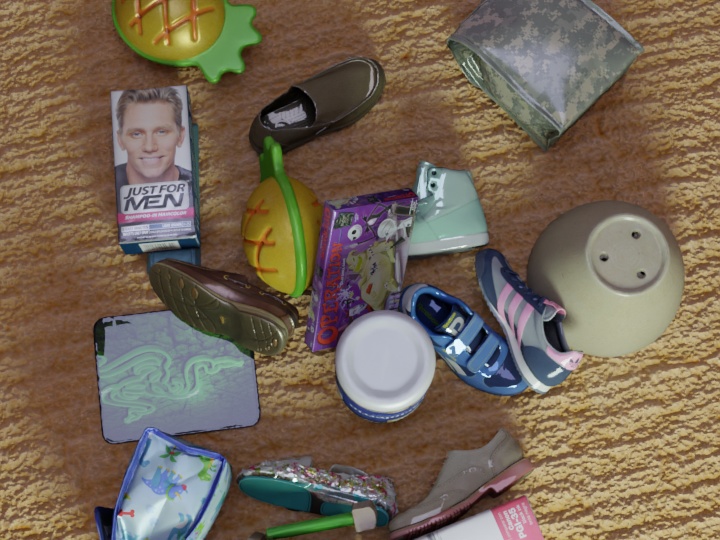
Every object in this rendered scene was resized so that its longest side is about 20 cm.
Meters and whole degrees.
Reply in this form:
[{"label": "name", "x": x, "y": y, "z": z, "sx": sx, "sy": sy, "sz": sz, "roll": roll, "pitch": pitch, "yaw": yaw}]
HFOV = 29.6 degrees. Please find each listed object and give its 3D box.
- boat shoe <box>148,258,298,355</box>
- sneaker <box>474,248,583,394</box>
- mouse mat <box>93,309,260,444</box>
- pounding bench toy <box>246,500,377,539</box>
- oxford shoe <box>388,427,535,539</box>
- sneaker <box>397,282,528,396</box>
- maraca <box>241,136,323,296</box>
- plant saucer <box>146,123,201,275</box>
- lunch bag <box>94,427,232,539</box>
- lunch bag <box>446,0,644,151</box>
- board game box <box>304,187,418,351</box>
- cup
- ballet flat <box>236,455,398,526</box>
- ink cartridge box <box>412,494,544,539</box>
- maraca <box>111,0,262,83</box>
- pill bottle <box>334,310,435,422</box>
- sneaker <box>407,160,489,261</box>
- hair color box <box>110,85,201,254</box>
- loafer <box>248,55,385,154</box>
[{"label": "boat shoe", "x": -0.169, "y": 0.037, "z": 1.696, "sx": 0.199, "sy": 0.072, "sz": 0.068, "roll": 25, "pitch": 42, "yaw": 13}, {"label": "sneaker", "x": 0.211, "y": 0.047, "z": 1.678, "sx": 0.082, "sy": 0.070, "sz": 0.201, "roll": -38, "pitch": 65, "yaw": 31}, {"label": "mouse mat", "x": -0.230, "y": 0.127, "z": 1.704, "sx": 0.199, "sy": 0.008, "sz": 0.162, "roll": -7, "pitch": 78, "yaw": -2}, {"label": "pounding bench toy", "x": -0.076, "y": 0.348, "z": 1.589, "sx": 0.155, "sy": 0.124, "sz": 0.201, "roll": 16, "pitch": 82, "yaw": 2}, {"label": "oxford shoe", "x": 0.111, "y": 0.263, "z": 1.654, "sx": 0.199, "sy": 0.071, "sz": 0.074, "roll": -27, "pitch": 74, "yaw": -17}, {"label": "sneaker", "x": 0.127, "y": 0.086, "z": 1.683, "sx": 0.200, "sy": 0.082, "sz": 0.074, "roll": 34, "pitch": 78, "yaw": 3}, {"label": "maraca", "x": -0.097, "y": -0.065, "z": 1.679, "sx": 0.107, "sy": 0.137, "sz": 0.201, "roll": -7, "pitch": 69, "yaw": -18}, {"label": "plant saucer", "x": -0.242, "y": -0.094, "z": 1.748, "sx": 0.070, "sy": 0.019, "sz": 0.201, "roll": -2, "pitch": 78, "yaw": -1}, {"label": "lunch bag", "x": -0.236, "y": 0.294, "z": 1.582, "sx": 0.127, "sy": 0.170, "sz": 0.201, "roll": 20, "pitch": 79, "yaw": 3}, {"label": "lunch bag", "x": 0.229, "y": -0.284, "z": 1.751, "sx": 0.200, "sy": 0.118, "sz": 0.164, "roll": 45, "pitch": 81, "yaw": 3}, {"label": "board game box", "x": 0.000, "y": 0.000, "z": 1.638, "sx": 0.120, "sy": 0.201, "sz": 0.032, "roll": -8, "pitch": 36, "yaw": -26}, {"label": "cup", "x": 0.313, "y": -0.004, "z": 1.676, "sx": 0.199, "sy": 0.143, "sz": 0.201, "roll": 0, "pitch": 77, "yaw": -1}, {"label": "ballet flat", "x": -0.050, "y": 0.262, "z": 1.656, "sx": 0.199, "sy": 0.076, "sz": 0.064, "roll": 15, "pitch": 46, "yaw": -2}, {"label": "ink cartridge box", "x": 0.110, "y": 0.341, "z": 1.591, "sx": 0.199, "sy": 0.147, "sz": 0.083, "roll": -21, "pitch": 78, "yaw": -6}, {"label": "maraca", "x": -0.225, "y": -0.322, "z": 1.753, "sx": 0.199, "sy": 0.107, "sz": 0.137, "roll": 28, "pitch": 85, "yaw": 5}, {"label": "pill bottle", "x": 0.027, "y": 0.119, "z": 1.613, "sx": 0.115, "sy": 0.200, "sz": 0.116, "roll": 0, "pitch": 78, "yaw": 0}, {"label": "sneaker", "x": 0.057, "y": -0.074, "z": 1.719, "sx": 0.200, "sy": 0.074, "sz": 0.119, "roll": -9, "pitch": 84, "yaw": -13}, {"label": "hair color box", "x": -0.258, "y": -0.127, "z": 1.715, "sx": 0.100, "sy": 0.061, "sz": 0.201, "roll": -5, "pitch": 77, "yaw": -2}, {"label": "loafer", "x": -0.053, "y": -0.213, "z": 1.753, "sx": 0.200, "sy": 0.067, "sz": 0.076, "roll": -35, "pitch": 80, "yaw": -8}]
